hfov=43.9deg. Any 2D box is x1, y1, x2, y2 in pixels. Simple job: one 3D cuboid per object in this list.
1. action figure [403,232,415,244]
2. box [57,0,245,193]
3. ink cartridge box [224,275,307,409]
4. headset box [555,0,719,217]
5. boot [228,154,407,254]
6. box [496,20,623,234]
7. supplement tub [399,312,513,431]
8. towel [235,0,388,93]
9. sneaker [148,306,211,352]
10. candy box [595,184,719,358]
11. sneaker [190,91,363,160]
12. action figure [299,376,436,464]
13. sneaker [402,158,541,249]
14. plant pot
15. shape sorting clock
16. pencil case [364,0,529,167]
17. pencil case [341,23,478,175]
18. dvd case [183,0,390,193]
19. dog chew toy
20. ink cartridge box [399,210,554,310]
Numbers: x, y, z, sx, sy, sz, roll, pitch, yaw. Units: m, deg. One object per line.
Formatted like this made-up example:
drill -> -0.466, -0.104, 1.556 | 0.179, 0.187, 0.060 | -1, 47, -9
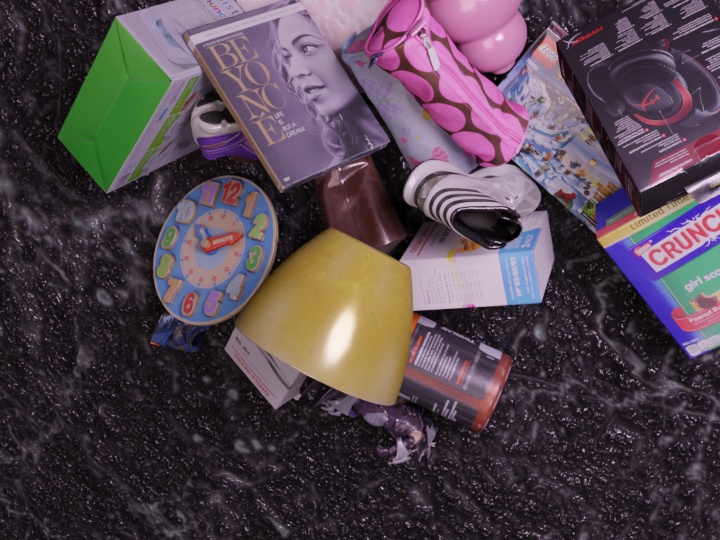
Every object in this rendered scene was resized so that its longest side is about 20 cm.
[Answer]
action figure -> 0.000, 0.000, 1.138 | 0.098, 0.065, 0.202 | 26, 124, 23
box -> -0.224, -0.207, 1.031 | 0.097, 0.176, 0.200 | 47, 132, 2
ink cartridge box -> -0.109, 0.102, 1.192 | 0.116, 0.066, 0.201 | 47, 138, 14
headset box -> 0.297, -0.159, 0.854 | 0.148, 0.075, 0.201 | -27, 68, 9
boot -> -0.054, -0.089, 1.075 | 0.185, 0.064, 0.202 | -19, 91, 19
box -> 0.237, -0.154, 0.984 | 0.200, 0.040, 0.137 | 41, 124, -3
supplement tub -> 0.087, 0.119, 1.145 | 0.198, 0.107, 0.108 | 24, 122, 7
towel -> -0.048, -0.312, 1.016 | 0.198, 0.032, 0.193 | 18, 122, 12
sneaker -> -0.226, 0.039, 1.253 | 0.078, 0.076, 0.201 | 26, 127, -13
candy box -> 0.375, -0.024, 0.955 | 0.168, 0.077, 0.200 | -31, 113, 29
sneaker -> -0.092, -0.170, 1.017 | 0.198, 0.081, 0.084 | -8, 143, -7
action figure -> 0.022, 0.187, 1.173 | 0.199, 0.130, 0.070 | 30, 103, -23
sneaker -> 0.147, -0.059, 0.967 | 0.115, 0.199, 0.076 | 47, 125, 38
plant pot -> -0.019, 0.038, 0.988 | 0.199, 0.200, 0.143 | 27, 92, 6
shape sorting clock -> -0.191, -0.028, 1.149 | 0.198, 0.202, 0.039 | -12, 154, 26
pencil case -> 0.093, -0.186, 0.905 | 0.199, 0.091, 0.093 | 36, 170, -33
pencil case -> 0.058, -0.182, 0.993 | 0.090, 0.083, 0.201 | 10, 139, 51
dvd case -> -0.076, -0.194, 0.956 | 0.201, 0.148, 0.016 | 57, 149, 9
dog chew toy -> 0.110, -0.293, 0.918 | 0.124, 0.125, 0.201 | -15, 124, 27
ink cartridge box -> 0.120, -0.011, 1.059 | 0.198, 0.115, 0.068 | -5, 114, 23
